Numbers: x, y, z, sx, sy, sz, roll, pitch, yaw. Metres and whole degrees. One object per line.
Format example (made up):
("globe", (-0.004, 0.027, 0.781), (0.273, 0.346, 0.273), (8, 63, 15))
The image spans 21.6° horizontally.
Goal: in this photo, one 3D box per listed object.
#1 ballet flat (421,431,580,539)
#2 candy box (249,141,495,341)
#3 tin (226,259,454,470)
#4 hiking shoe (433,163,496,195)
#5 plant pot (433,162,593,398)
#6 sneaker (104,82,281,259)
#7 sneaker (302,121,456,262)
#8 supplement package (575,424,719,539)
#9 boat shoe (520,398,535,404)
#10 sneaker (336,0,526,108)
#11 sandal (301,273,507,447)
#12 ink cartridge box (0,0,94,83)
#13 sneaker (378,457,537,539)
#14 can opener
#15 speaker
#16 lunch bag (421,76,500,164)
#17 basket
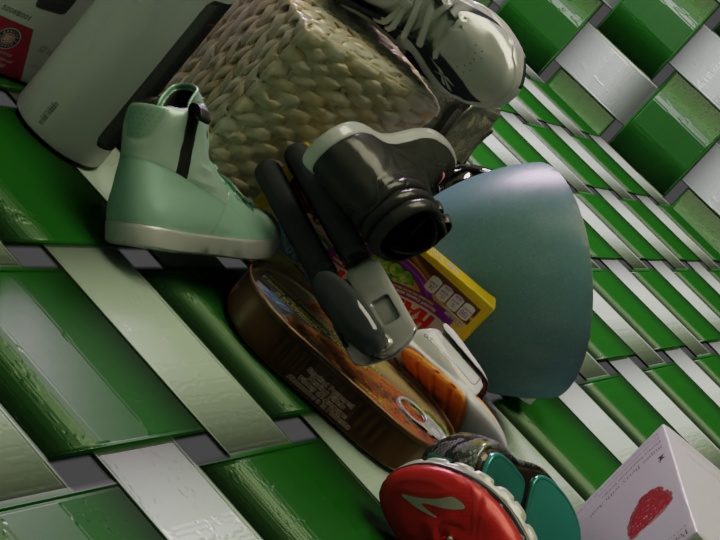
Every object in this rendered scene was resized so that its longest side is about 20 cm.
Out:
("ballet flat", (0.096, 0.162, 1.344), (0.072, 0.072, 0.200), (53, 5, 36))
("candy box", (0.000, 0.000, 1.488), (0.200, 0.102, 0.026), (39, 20, -10))
("tin", (-0.015, 0.072, 1.377), (0.200, 0.042, 0.112), (42, 19, -2))
("hiking shoe", (0.056, -0.068, 1.699), (0.199, 0.101, 0.076), (-12, 89, -30))
("plant pot", (0.093, 0.012, 1.584), (0.134, 0.201, 0.200), (-3, 35, -19))
("sneaker", (-0.107, -0.071, 1.357), (0.073, 0.119, 0.200), (9, 2, 24))
("sneaker", (0.035, -0.053, 1.420), (0.099, 0.071, 0.200), (56, 22, 16))
("supplement package", (0.244, 0.229, 1.435), (0.120, 0.121, 0.200), (40, 14, -11))
("boat shoe", (0.155, 0.061, 1.764), (0.070, 0.072, 0.201), (39, 11, -12))
("sneaker", (0.036, -0.206, 1.468), (0.199, 0.079, 0.129), (55, 21, 20))
("sandal", (0.045, 0.060, 1.457), (0.207, 0.059, 0.079), (43, -29, 4))
("ink cartridge box", (-0.217, -0.242, 1.413), (0.083, 0.200, 0.145), (50, 17, 28))
("sneaker", (0.081, 0.199, 1.204), (0.200, 0.077, 0.085), (46, 23, 20))
("can opener", (-0.023, -0.018, 1.372), (0.200, 0.053, 0.067), (60, 0, 30))
("speaker", (-0.160, -0.174, 1.368), (0.081, 0.200, 0.081), (38, 16, -13))
("lunch bag", (0.026, -0.132, 1.796), (0.200, 0.164, 0.118), (31, 13, -35))
("basket", (-0.079, -0.149, 1.518), (0.200, 0.198, 0.161), (25, 25, -49))
